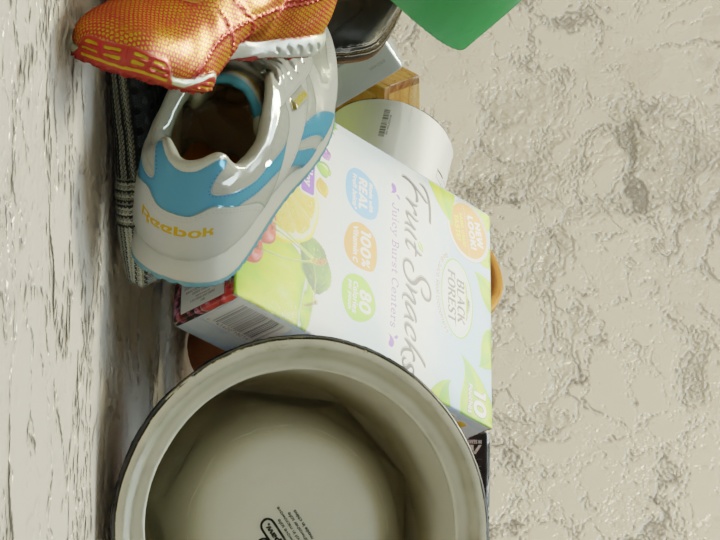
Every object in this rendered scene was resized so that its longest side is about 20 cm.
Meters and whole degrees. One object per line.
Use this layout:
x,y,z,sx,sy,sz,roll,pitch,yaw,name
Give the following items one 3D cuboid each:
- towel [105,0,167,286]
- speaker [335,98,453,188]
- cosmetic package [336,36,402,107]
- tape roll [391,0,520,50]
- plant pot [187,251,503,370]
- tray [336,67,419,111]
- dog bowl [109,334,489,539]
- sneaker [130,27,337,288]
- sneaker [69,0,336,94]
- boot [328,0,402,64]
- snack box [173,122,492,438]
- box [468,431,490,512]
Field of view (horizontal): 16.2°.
-0.114,-0.109,1.361,0.200,0.034,0.194,-76,163,-74,towel
0.000,0.000,1.506,0.081,0.081,0.201,87,13,-56,speaker
-0.044,-0.197,1.632,0.102,0.071,0.200,55,10,-35,cosmetic package
0.010,-0.214,1.421,0.201,0.048,0.201,47,15,-16,tape roll
-0.026,0.021,1.664,0.140,0.199,0.200,-60,-167,26,plant pot
-0.035,-0.120,1.798,0.200,0.037,0.099,30,-49,44,tray
-0.038,0.136,1.303,0.074,0.199,0.202,161,-70,-71,dog bowl
-0.056,-0.082,1.276,0.201,0.076,0.081,-69,172,-46,sneaker
-0.073,-0.132,1.194,0.200,0.073,0.078,-33,140,-59,sneaker
-0.016,-0.170,1.436,0.200,0.074,0.097,-43,160,-50,boot
-0.011,-0.002,1.385,0.199,0.053,0.143,30,50,-38,snack box
-0.018,0.177,1.587,0.050,0.198,0.159,74,16,-86,box
